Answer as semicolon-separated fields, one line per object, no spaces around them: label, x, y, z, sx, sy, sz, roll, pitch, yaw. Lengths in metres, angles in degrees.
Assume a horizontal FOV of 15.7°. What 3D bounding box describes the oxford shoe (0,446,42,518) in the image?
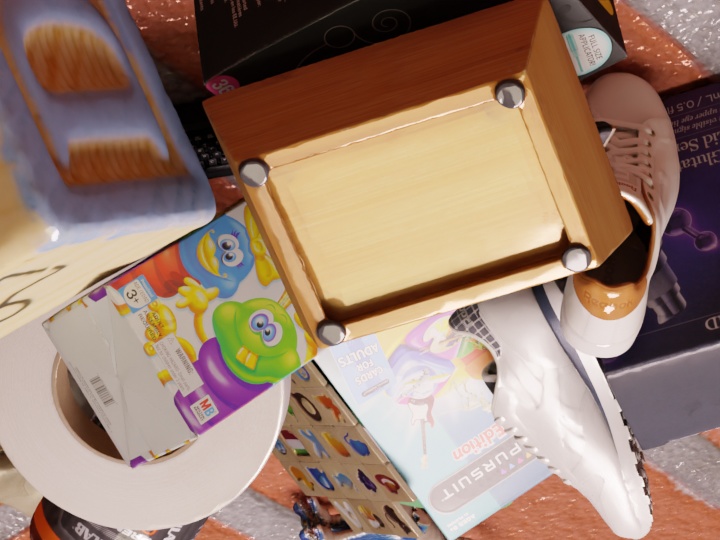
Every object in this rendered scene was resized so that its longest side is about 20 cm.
oxford shoe;-0.207;0.176;1.953;0.199;0.074;0.071;17;137;-33

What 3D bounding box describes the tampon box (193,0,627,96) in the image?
tampon box;0.024;-0.161;1.486;0.199;0.127;0.150;-26;142;22

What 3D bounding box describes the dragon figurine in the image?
dragon figurine;0.032;0.217;2.082;0.099;0.059;0.200;-30;140;27

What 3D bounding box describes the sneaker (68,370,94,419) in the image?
sneaker;-0.213;0.076;1.812;0.080;0.077;0.200;-20;151;0

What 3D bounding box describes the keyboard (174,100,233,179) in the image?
keyboard;-0.050;-0.086;1.652;0.199;0.040;0.104;-11;146;0

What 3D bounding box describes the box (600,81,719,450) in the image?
box;0.221;-0.007;1.687;0.147;0.201;0.104;-18;144;11

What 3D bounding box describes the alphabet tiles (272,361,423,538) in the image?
alphabet tiles;-0.039;0.104;1.776;0.200;0.006;0.166;53;157;-14

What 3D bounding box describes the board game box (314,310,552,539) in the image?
board game box;0.065;0.059;1.722;0.151;0.047;0.200;-34;114;5

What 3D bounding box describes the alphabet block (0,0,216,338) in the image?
alphabet block;-0.233;-0.068;1.444;0.199;0.197;0.195;-28;171;23

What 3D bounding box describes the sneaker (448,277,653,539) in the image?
sneaker;0.129;0.092;1.689;0.080;0.076;0.201;-25;107;5

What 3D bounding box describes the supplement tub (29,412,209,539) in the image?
supplement tub;-0.157;0.157;1.791;0.107;0.107;0.201;19;112;-35

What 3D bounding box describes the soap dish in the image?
soap dish;0.032;-0.048;1.424;0.199;0.081;0.158;-17;120;12

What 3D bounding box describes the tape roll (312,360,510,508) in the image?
tape roll;0.021;0.116;1.872;0.199;0.048;0.201;15;159;6

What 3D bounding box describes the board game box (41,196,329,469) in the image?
board game box;-0.071;0.017;1.567;0.200;0.105;0.103;-34;-176;-32

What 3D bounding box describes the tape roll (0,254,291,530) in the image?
tape roll;-0.143;0.069;1.687;0.201;0.037;0.204;2;107;7

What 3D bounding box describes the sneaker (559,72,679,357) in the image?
sneaker;0.164;-0.051;1.610;0.072;0.201;0.085;6;148;0

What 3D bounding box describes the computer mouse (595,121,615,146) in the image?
computer mouse;0.089;-0.068;1.559;0.140;0.046;0.200;-21;169;18
